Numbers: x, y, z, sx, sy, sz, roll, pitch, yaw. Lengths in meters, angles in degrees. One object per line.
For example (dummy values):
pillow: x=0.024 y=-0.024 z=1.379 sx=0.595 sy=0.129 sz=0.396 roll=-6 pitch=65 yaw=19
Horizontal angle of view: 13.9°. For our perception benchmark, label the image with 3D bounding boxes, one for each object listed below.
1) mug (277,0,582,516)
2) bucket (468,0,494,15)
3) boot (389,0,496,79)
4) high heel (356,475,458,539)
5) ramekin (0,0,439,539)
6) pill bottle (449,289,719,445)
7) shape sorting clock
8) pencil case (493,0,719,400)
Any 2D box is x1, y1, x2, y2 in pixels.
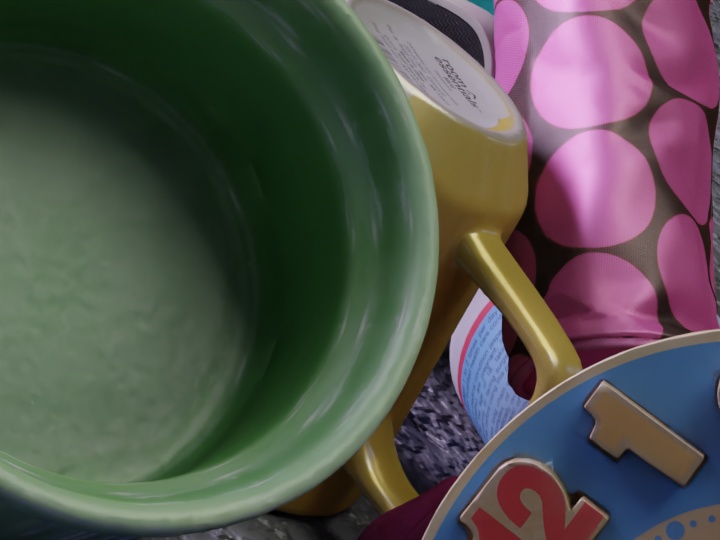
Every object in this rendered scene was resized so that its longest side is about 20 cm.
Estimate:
mug: x=-0.003 y=-0.006 z=1.073 sx=0.186 sy=0.153 sz=0.149 roll=37 pitch=19 yaw=-3
bucket: x=0.038 y=-0.155 z=1.416 sx=0.207 sy=0.207 sz=0.135 roll=46 pitch=20 yaw=22
boot: x=0.009 y=-0.077 z=1.259 sx=0.200 sy=0.073 sz=0.144 roll=4 pitch=-6 yaw=37
high heel: x=0.057 y=0.110 z=1.001 sx=0.067 sy=0.096 sz=0.200 roll=43 pitch=20 yaw=21
ramekin: x=-0.086 y=-0.010 z=0.895 sx=0.199 sy=0.098 sz=0.201 roll=8 pitch=71 yaw=-25
pill bottle: x=0.102 y=0.051 z=1.191 sx=0.109 sy=0.109 sz=0.200 roll=22 pitch=25 yaw=-37
shape sorting clock: x=0.106 y=0.116 z=0.797 sx=0.200 sy=0.200 sz=0.039 roll=41 pitch=6 yaw=9
pencil case: x=0.099 y=-0.039 z=1.117 sx=0.094 sy=0.091 sz=0.201 roll=31 pitch=52 yaw=-42
